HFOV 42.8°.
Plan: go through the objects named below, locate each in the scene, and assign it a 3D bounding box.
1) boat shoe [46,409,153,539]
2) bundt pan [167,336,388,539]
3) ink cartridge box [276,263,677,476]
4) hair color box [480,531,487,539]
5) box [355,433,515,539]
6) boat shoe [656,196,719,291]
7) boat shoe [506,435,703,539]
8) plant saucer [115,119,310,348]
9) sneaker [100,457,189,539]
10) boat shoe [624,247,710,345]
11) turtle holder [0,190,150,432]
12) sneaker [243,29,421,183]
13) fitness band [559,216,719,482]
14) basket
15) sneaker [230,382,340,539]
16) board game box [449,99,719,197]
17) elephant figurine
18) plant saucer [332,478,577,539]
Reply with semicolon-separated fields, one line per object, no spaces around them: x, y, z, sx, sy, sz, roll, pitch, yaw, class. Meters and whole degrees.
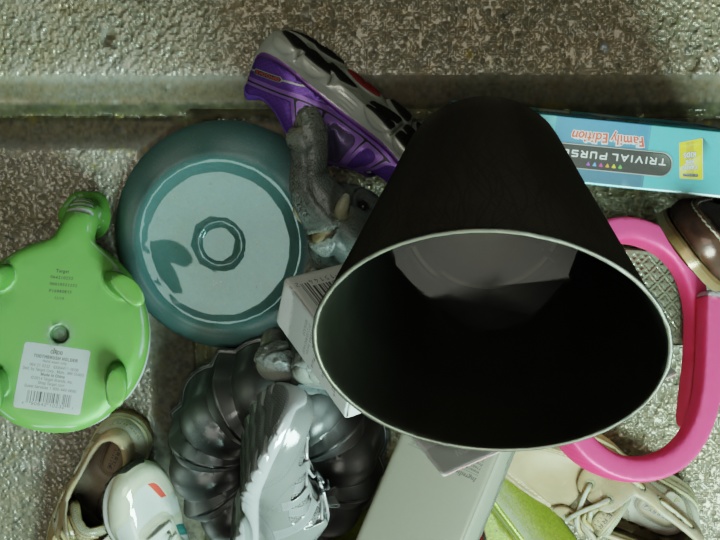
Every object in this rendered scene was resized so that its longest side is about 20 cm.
-0.245;0.224;0.828;0.072;0.065;0.201;24;102;-1;boat shoe
-0.075;0.164;0.790;0.200;0.076;0.203;1;108;3;bundt pan
0.073;0.051;0.600;0.199;0.176;0.045;-14;136;-31;ink cartridge box
0.020;0.287;0.778;0.199;0.061;0.102;-15;100;7;hair color box
0.052;0.192;0.710;0.082;0.068;0.201;22;80;21;box
0.276;-0.028;0.682;0.070;0.200;0.071;-37;72;24;boat shoe
0.200;0.187;0.769;0.199;0.065;0.072;25;118;-11;boat shoe
-0.117;-0.026;0.784;0.198;0.036;0.202;1;101;4;plant saucer
-0.162;0.257;0.799;0.093;0.070;0.201;15;120;39;sneaker
0.200;0.019;0.754;0.198;0.062;0.075;10;76;-13;boat shoe
-0.247;0.037;0.750;0.140;0.132;0.187;-21;88;-13;turtle holder
-0.009;-0.109;0.751;0.200;0.081;0.084;41;115;4;sneaker
0.206;0.058;0.698;0.143;0.037;0.202;12;76;-14;fitness band
0.073;-0.013;0.542;0.179;0.200;0.137;4;122;3;basket
-0.054;0.165;0.711;0.081;0.075;0.201;5;128;-11;sneaker
0.166;-0.094;0.692;0.198;0.151;0.047;6;102;3;board game box
0.000;0.000;0.720;0.140;0.155;0.201;10;74;4;elephant figurine
0.095;0.278;0.826;0.199;0.048;0.200;-36;98;10;plant saucer
